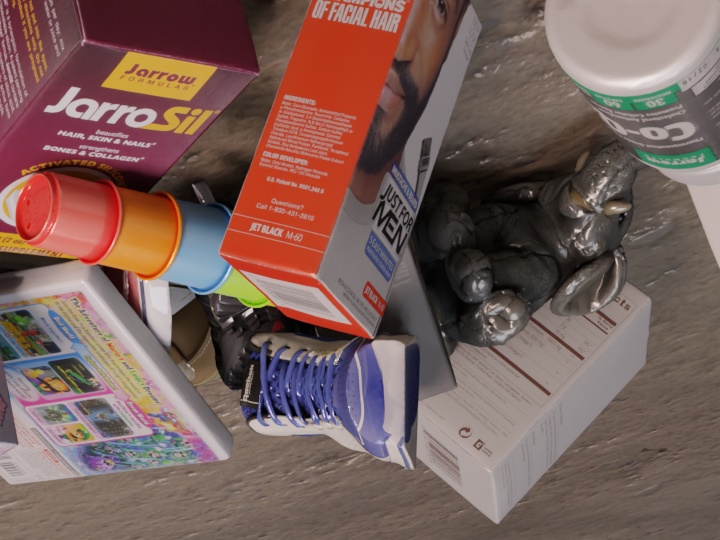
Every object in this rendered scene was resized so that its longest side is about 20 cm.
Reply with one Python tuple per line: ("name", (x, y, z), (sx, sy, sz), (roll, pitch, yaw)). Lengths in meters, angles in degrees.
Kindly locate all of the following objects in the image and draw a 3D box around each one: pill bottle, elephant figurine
("pill bottle", (0.197, -0.130, 0.956), (0.112, 0.114, 0.200), (-25, 154, 18))
("elephant figurine", (0.148, -0.023, 1.145), (0.199, 0.143, 0.155), (-23, -166, -16))

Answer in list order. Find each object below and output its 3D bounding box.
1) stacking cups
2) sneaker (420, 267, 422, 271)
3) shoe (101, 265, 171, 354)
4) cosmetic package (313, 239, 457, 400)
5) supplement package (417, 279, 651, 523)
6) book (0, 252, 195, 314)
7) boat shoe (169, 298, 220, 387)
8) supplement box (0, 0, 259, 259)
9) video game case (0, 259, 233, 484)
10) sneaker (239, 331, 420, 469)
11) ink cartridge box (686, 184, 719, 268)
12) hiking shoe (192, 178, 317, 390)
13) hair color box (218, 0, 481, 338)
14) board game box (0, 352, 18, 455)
("stacking cups", (-0.097, -0.018, 0.855), (0.060, 0.061, 0.199), (-34, 148, 33))
("sneaker", (0.065, 0.046, 1.292), (0.082, 0.078, 0.200), (-32, 154, 21))
("shoe", (-0.178, 0.037, 1.010), (0.090, 0.072, 0.200), (-3, 153, -15))
("cosmetic package", (0.000, 0.000, 1.048), (0.089, 0.107, 0.201), (-20, 139, 4))
("supplement package", (0.134, 0.084, 1.255), (0.200, 0.117, 0.117), (-43, 153, -17))
("book", (-0.231, 0.016, 1.069), (0.199, 0.048, 0.133), (7, 148, -39))
("boat shoe", (-0.150, 0.061, 1.187), (0.064, 0.072, 0.200), (-4, 154, -30))
("supplement box", (-0.158, -0.094, 0.829), (0.110, 0.086, 0.200), (5, 148, -40))
("video game case", (-0.205, 0.073, 0.993), (0.180, 0.024, 0.201), (-9, 138, 21))
("sneaker", (-0.021, 0.079, 0.947), (0.114, 0.081, 0.199), (1, 177, 1))
("ink cartridge box", (0.345, -0.060, 1.162), (0.144, 0.148, 0.200), (-27, 155, 21))
("hiking shoe", (-0.079, 0.011, 1.051), (0.075, 0.101, 0.200), (-19, 157, -10))
("hair color box", (0.000, -0.077, 0.837), (0.063, 0.202, 0.111), (13, 166, 22))
("board game box", (-0.299, 0.050, 0.904), (0.199, 0.201, 0.041), (-29, 154, 27))
